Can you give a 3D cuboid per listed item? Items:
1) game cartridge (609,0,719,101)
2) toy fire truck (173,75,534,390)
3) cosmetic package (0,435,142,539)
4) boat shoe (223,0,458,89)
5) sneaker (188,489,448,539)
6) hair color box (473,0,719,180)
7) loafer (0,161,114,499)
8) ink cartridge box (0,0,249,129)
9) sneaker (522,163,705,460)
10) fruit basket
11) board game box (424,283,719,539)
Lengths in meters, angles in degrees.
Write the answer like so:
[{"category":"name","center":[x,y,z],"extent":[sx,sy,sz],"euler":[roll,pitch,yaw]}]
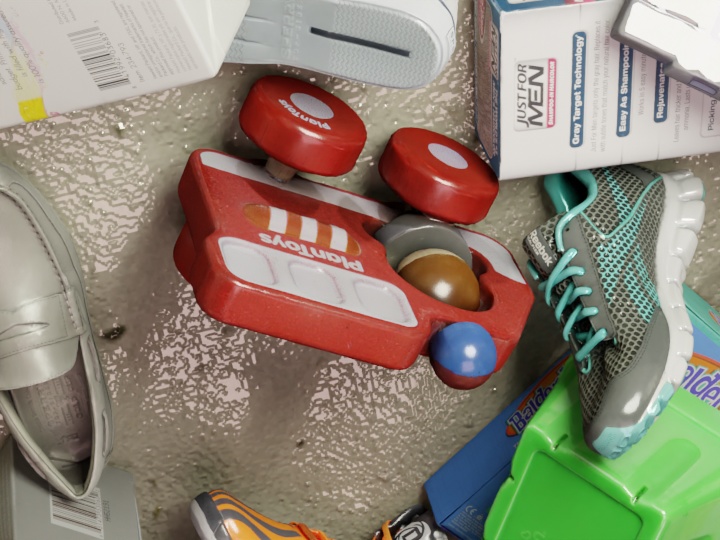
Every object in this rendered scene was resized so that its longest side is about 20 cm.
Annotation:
[{"category":"game cartridge","center":[0.237,-0.127,0.997],"extent":[0.200,0.038,0.130],"euler":[25,95,-3]},{"category":"toy fire truck","center":[0.000,0.000,1.027],"extent":[0.199,0.168,0.112],"euler":[18,116,-23]},{"category":"cosmetic package","center":[-0.206,0.207,1.148],"extent":[0.090,0.107,0.200],"euler":[20,117,-23]},{"category":"boat shoe","center":[-0.048,-0.141,0.991],"extent":[0.199,0.067,0.074],"euler":[19,131,0]},{"category":"sneaker","center":[-0.010,0.169,1.198],"extent":[0.112,0.078,0.200],"euler":[-40,127,4]},{"category":"hair color box","center":[0.162,-0.115,1.058],"extent":[0.199,0.061,0.100],"euler":[-8,123,-9]},{"category":"loafer","center":[-0.173,0.034,1.067],"extent":[0.070,0.070,0.200],"euler":[-19,124,-1]},{"category":"ink cartridge box","center":[-0.168,-0.132,0.941],"extent":[0.199,0.067,0.116],"euler":[-10,127,23]},{"category":"sneaker","center":[0.124,0.012,1.064],"extent":[0.091,0.200,0.078],"euler":[23,134,-11]},{"category":"fruit basket","center":[0.160,0.151,1.148],"extent":[0.216,0.155,0.216],"euler":[-43,153,-29]},{"category":"board game box","center":[0.161,0.112,1.211],"extent":[0.200,0.045,0.152],"euler":[-43,120,15]}]
